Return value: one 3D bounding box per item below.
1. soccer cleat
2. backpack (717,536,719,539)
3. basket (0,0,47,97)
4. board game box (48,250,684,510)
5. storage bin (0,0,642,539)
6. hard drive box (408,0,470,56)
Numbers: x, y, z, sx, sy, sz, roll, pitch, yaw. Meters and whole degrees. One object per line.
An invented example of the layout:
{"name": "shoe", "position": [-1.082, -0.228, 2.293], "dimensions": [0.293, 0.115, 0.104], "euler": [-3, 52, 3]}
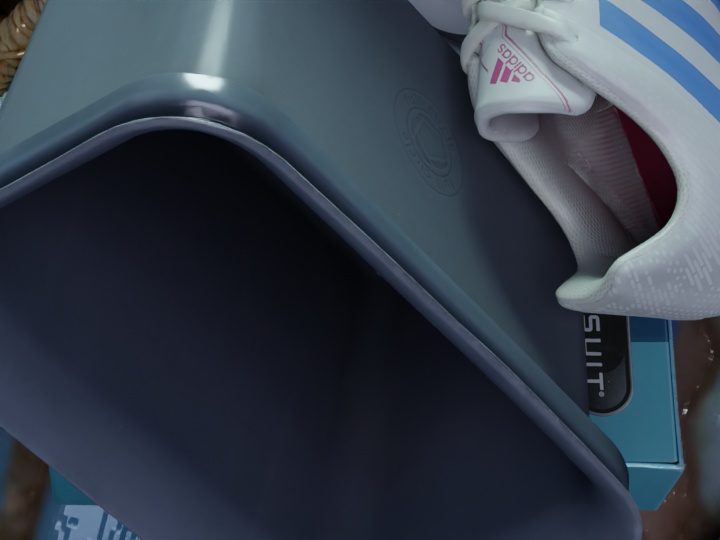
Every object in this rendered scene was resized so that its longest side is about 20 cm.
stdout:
{"name": "soccer cleat", "position": [0.058, -0.081, 0.642], "dimensions": [0.086, 0.070, 0.201], "euler": [-12, 75, -37]}
{"name": "backpack", "position": [0.209, 0.157, 0.797], "dimensions": [0.200, 0.135, 0.183], "euler": [40, 93, -6]}
{"name": "basket", "position": [-0.188, -0.119, 0.716], "dimensions": [0.200, 0.149, 0.143], "euler": [42, 94, -10]}
{"name": "board game box", "position": [0.000, 0.000, 0.764], "dimensions": [0.198, 0.047, 0.152], "euler": [1, 67, -5]}
{"name": "storage bin", "position": [-0.023, -0.004, 0.641], "dimensions": [0.145, 0.135, 0.200], "euler": [-25, 127, 30]}
{"name": "hard drive box", "position": [0.071, -0.112, 0.737], "dimensions": [0.198, 0.077, 0.157], "euler": [6, 75, 0]}
